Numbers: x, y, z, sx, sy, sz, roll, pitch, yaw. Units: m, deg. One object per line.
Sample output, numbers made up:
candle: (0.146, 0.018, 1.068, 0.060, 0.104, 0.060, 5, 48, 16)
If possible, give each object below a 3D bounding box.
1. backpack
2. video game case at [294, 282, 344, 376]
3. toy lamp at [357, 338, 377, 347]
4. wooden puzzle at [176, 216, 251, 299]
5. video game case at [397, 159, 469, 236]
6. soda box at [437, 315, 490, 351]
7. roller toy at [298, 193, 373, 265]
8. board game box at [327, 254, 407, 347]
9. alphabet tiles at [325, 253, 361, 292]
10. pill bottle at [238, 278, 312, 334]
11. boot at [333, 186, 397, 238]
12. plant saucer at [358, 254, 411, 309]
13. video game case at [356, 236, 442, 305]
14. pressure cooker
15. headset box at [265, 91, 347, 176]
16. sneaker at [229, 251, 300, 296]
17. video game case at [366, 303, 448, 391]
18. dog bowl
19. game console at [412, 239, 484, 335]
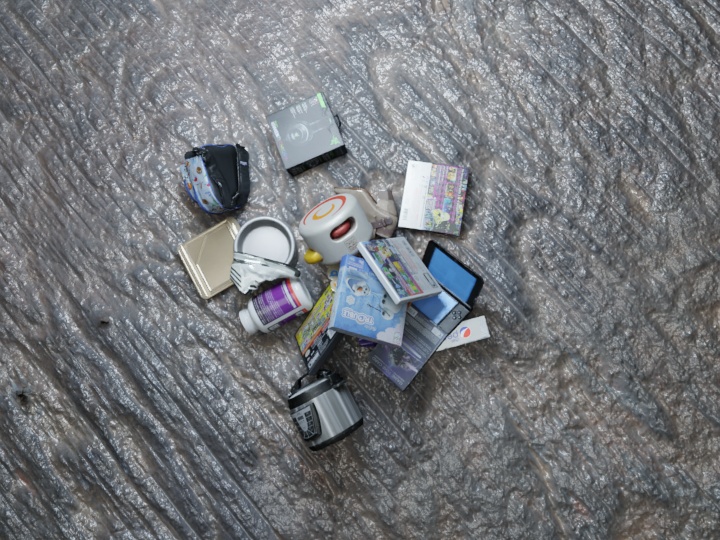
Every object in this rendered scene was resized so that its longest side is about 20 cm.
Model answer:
backpack: (-0.418, -0.260, 1.739, 0.154, 0.200, 0.192, -18, 92, 35)
video game case: (-0.105, 0.160, 1.665, 0.025, 0.181, 0.200, 25, 109, -31)
toy lamp: (0.090, 0.173, 1.713, 0.199, 0.058, 0.059, -19, 84, 4)
wooden puzzle: (-0.423, -0.037, 1.797, 0.199, 0.037, 0.186, -29, 84, -2)
video game case: (0.212, -0.209, 1.737, 0.180, 0.036, 0.201, 8, 87, 7)
soda box: (0.259, 0.183, 1.687, 0.199, 0.068, 0.064, -16, 82, 4)
roller toy: (-0.065, -0.107, 1.652, 0.182, 0.200, 0.140, -15, 121, 31)
board game box: (0.028, 0.081, 1.576, 0.199, 0.043, 0.200, 18, 71, -21)
alphabet tiles: (0.000, 0.000, 1.706, 0.194, 0.015, 0.201, -9, 61, -16)
pill bottle: (-0.244, 0.104, 1.726, 0.199, 0.112, 0.113, -28, 83, 3)
boot: (0.012, -0.165, 1.745, 0.199, 0.070, 0.147, 7, 98, 18)
plant saucer: (0.051, 0.046, 1.652, 0.199, 0.032, 0.202, 3, 73, -11)
video game case: (0.106, -0.004, 1.600, 0.200, 0.182, 0.023, 56, 130, 23)
pressure cooker: (-0.107, 0.376, 1.663, 0.175, 0.179, 0.201, -26, 84, -10)
headset box: (-0.150, -0.401, 1.762, 0.199, 0.093, 0.175, -21, 84, 4)
sneaker: (-0.273, 0.023, 1.686, 0.199, 0.076, 0.116, 14, 90, 7)
video game case: (0.127, 0.210, 1.650, 0.143, 0.019, 0.200, 40, 96, 24)
dog bowl: (-0.278, -0.066, 1.754, 0.199, 0.059, 0.201, 0, 82, -2)
game console: (0.212, 0.050, 1.648, 0.172, 0.119, 0.200, -44, 63, -10)
